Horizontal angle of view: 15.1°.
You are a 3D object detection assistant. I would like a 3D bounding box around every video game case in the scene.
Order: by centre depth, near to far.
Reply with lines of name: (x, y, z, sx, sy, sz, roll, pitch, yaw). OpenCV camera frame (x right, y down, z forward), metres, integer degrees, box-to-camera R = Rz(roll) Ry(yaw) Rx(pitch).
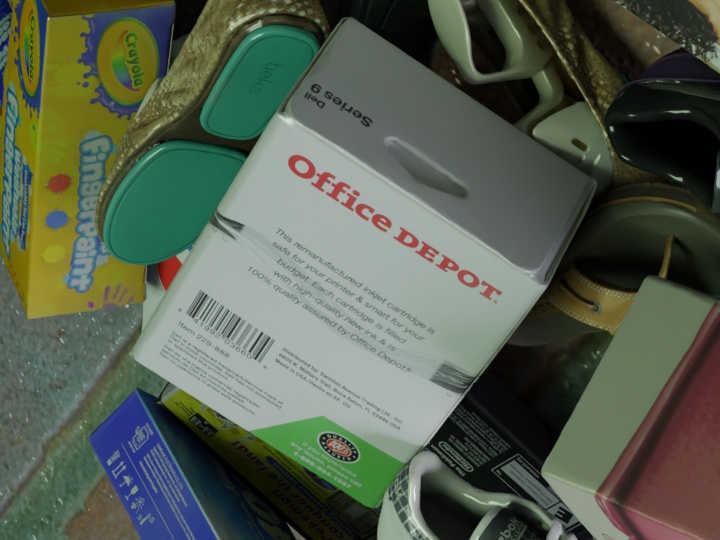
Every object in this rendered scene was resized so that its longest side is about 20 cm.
video game case: (0.012, 0.095, 1.443, 0.200, 0.026, 0.181, 43, 137, -10)

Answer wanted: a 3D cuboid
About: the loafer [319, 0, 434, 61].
loafer: (-0.008, -0.108, 1.369, 0.063, 0.072, 0.200, 56, 137, 34)

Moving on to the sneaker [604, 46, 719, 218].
sneaker: (0.196, -0.035, 1.175, 0.200, 0.088, 0.076, 26, 130, 33)

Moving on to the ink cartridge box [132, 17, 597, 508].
ink cartridge box: (0.000, 0.000, 1.283, 0.146, 0.084, 0.200, 33, 136, -2)

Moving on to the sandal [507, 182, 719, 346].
sandal: (0.115, 0.011, 1.289, 0.082, 0.055, 0.200, 29, 151, -26)

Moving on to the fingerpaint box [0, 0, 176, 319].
fingerpaint box: (-0.166, -0.104, 1.466, 0.167, 0.073, 0.200, -120, 30, -43)

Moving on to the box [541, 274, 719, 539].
box: (0.203, 0.101, 1.197, 0.200, 0.109, 0.128, 21, 164, 34)

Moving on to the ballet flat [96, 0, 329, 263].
ballet flat: (-0.073, -0.082, 1.346, 0.200, 0.070, 0.065, -47, 37, 41)

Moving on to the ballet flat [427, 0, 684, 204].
ballet flat: (0.081, -0.090, 1.272, 0.200, 0.065, 0.071, 56, 150, 1)

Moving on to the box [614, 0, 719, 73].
box: (0.108, -0.173, 1.209, 0.200, 0.050, 0.075, 37, 135, 25)

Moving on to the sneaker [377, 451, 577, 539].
sneaker: (0.092, 0.162, 1.277, 0.200, 0.076, 0.081, 29, 133, 16)

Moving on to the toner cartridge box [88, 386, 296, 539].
toner cartridge box: (-0.069, 0.155, 1.458, 0.043, 0.095, 0.200, -46, 46, 12)

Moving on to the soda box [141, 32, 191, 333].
soda box: (-0.071, -0.034, 1.471, 0.068, 0.064, 0.200, 31, 132, 29)
